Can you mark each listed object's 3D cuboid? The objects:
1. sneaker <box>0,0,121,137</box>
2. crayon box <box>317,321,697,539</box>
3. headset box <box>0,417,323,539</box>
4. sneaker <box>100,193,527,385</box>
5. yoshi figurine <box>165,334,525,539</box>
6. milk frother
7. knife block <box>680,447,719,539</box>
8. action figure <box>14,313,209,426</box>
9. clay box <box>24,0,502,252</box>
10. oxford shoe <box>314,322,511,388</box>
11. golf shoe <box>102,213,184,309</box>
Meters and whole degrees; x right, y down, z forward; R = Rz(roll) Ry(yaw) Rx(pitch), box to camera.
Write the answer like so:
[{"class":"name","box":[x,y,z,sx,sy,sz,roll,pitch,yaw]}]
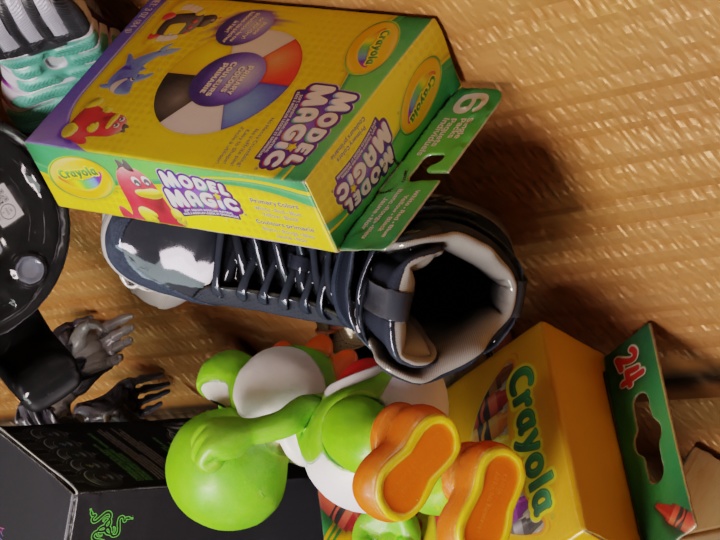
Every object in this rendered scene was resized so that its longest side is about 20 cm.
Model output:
[{"class":"sneaker","box":[-0.155,-0.132,1.210,0.074,0.088,0.200,-14,163,-2]},{"class":"crayon box","box":[0.066,0.115,1.188,0.051,0.127,0.200,28,127,-35]},{"class":"headset box","box":[-0.116,0.176,1.314,0.199,0.175,0.093,1,-162,-37]},{"class":"sneaker","box":[-0.022,-0.003,1.115,0.201,0.077,0.146,4,-167,-3]},{"class":"yoshi figurine","box":[-0.023,0.096,1.154,0.200,0.112,0.113,16,119,52]},{"class":"milk frother","box":[-0.257,0.009,1.283,0.188,0.199,0.181,-156,52,-74]},{"class":"knife block","box":[0.166,0.190,1.232,0.199,0.176,0.064,31,152,5]},{"class":"action figure","box":[-0.146,0.085,1.422,0.119,0.102,0.200,54,-176,-19]},{"class":"clay box","box":[-0.044,-0.070,1.113,0.199,0.115,0.048,8,138,37]},{"class":"oxford shoe","box":[0.000,0.000,1.218,0.200,0.074,0.071,47,149,-23]},{"class":"golf shoe","box":[-0.110,-0.025,1.278,0.072,0.092,0.200,29,153,6]}]
